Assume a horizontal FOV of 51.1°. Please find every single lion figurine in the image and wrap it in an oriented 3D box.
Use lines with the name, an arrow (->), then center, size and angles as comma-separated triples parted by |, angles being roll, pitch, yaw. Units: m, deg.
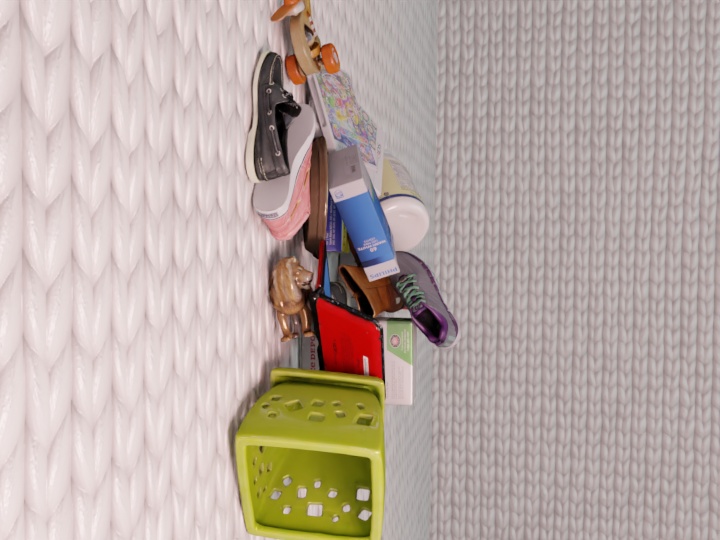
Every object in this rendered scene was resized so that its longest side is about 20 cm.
lion figurine -> -0.101, 0.045, 1.193 | 0.200, 0.072, 0.124 | 115, -36, -86

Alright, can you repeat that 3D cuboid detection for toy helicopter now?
toy helicopter -> -0.095, -0.406, 1.192 | 0.132, 0.078, 0.201 | 47, 34, -60

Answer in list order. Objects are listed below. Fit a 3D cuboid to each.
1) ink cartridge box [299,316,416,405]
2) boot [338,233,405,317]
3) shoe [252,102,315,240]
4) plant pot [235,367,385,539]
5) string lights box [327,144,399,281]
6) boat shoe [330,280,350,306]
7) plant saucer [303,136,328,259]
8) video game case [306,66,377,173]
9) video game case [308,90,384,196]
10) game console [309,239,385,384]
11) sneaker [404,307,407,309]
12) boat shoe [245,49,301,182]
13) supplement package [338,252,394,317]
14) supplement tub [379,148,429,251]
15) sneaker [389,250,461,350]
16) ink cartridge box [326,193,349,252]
ink cartridge box -> -0.002, 0.156, 1.324 | 0.087, 0.198, 0.147 | -17, 107, -81
boot -> 0.000, 0.000, 1.339 | 0.200, 0.068, 0.189 | -7, 73, -67
shoe -> -0.107, -0.147, 1.126 | 0.091, 0.071, 0.201 | 72, 27, -61
plant pot -> -0.056, 0.255, 1.078 | 0.182, 0.197, 0.201 | -76, 169, -58
string lights box -> 0.005, -0.092, 1.234 | 0.103, 0.059, 0.201 | -98, 167, -50
boat shoe -> -0.058, 0.121, 1.410 | 0.062, 0.072, 0.202 | -6, 99, -53
plant saucer -> -0.075, -0.118, 1.231 | 0.200, 0.029, 0.202 | -179, -90, -83
video game case -> -0.036, -0.275, 1.308 | 0.143, 0.018, 0.201 | 10, 61, -60
video game case -> -0.023, -0.255, 1.363 | 0.200, 0.024, 0.183 | 43, 36, -35
game console -> -0.013, 0.082, 1.158 | 0.119, 0.171, 0.201 | -50, 151, -34
sneaker -> 0.102, 0.032, 1.558 | 0.200, 0.080, 0.075 | 61, 30, -66
boat shoe -> -0.117, -0.221, 1.066 | 0.075, 0.066, 0.201 | 60, 33, -65
supplement package -> 0.015, 0.026, 1.601 | 0.114, 0.109, 0.202 | 59, 34, -68
supplement tub -> 0.045, -0.144, 1.529 | 0.146, 0.144, 0.201 | 77, -6, -48
sneaker -> 0.101, 0.043, 1.289 | 0.201, 0.074, 0.087 | 55, 15, 19
ink cartridge box -> -0.045, -0.132, 1.404 | 0.200, 0.047, 0.199 | -38, 130, -88
